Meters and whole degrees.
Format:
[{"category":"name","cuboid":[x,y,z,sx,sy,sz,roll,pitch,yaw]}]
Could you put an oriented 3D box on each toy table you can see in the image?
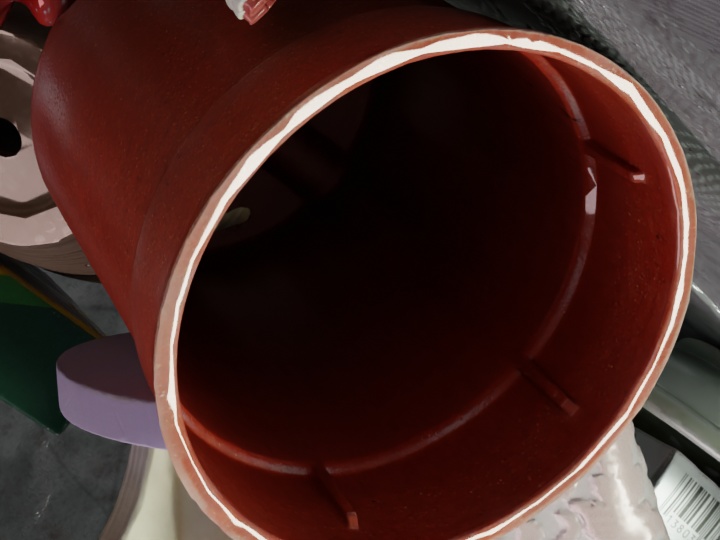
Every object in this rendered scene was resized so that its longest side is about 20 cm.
[{"category":"toy table","cuboid":[-0.051,0.094,1.109,0.183,0.118,0.200,-6,-170,-18]}]

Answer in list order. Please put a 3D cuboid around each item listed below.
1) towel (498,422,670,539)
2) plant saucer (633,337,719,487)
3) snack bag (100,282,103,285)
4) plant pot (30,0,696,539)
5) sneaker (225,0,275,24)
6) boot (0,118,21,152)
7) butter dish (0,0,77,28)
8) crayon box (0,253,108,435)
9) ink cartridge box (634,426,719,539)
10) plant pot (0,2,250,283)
[{"category":"towel","cuboid":[0.040,0.111,1.237,0.032,0.190,0.201,-62,-44,-66]},{"category":"plant saucer","cuboid":[0.181,0.082,1.288,0.200,0.050,0.200,37,175,3]},{"category":"snack bag","cuboid":[0.000,0.000,1.199,0.188,0.199,0.021,-153,52,-65]},{"category":"plant pot","cuboid":[-0.017,-0.027,0.965,0.201,0.201,0.195,41,-178,-38]},{"category":"sneaker","cuboid":[-0.041,-0.123,0.809,0.082,0.078,0.200,40,175,-8]},{"category":"boot","cuboid":[-0.142,-0.100,1.239,0.072,0.166,0.200,38,176,30]},{"category":"butter dish","cuboid":[-0.169,-0.132,1.015,0.147,0.201,0.200,18,156,8]},{"category":"crayon box","cuboid":[-0.211,-0.016,1.209,0.200,0.052,0.126,39,179,-28]},{"category":"ink cartridge box","cuboid":[0.151,0.124,1.357,0.162,0.057,0.200,40,180,-25]},{"category":"plant pot","cuboid":[-0.129,-0.074,1.137,0.201,0.201,0.093,38,-146,2]}]
